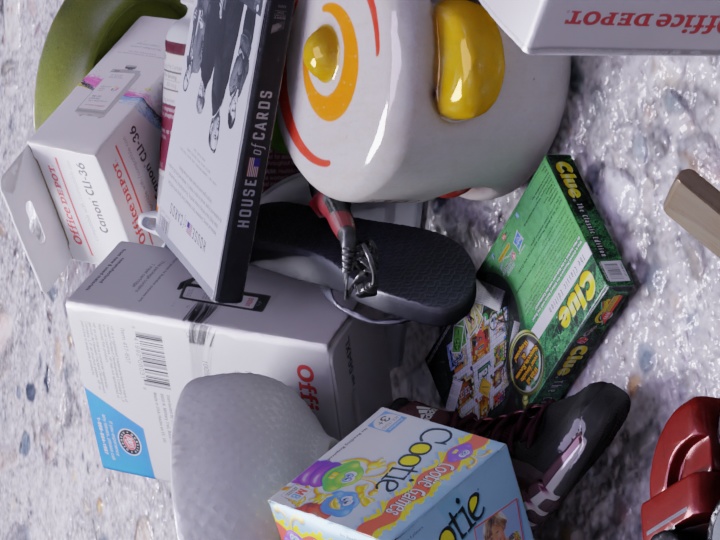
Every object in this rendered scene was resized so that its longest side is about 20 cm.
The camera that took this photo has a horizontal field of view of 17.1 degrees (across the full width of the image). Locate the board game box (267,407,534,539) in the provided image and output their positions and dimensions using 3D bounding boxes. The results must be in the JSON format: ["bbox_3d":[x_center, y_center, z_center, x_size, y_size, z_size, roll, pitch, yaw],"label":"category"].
[{"bbox_3d":[0.040,0.198,1.402,0.103,0.105,0.200,14,131,44],"label":"board game box"}]

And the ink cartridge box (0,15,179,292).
[{"bbox_3d":[-0.172,-0.081,1.755,0.067,0.200,0.117,11,137,31],"label":"ink cartridge box"}]

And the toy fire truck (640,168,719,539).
[{"bbox_3d":[0.200,0.066,1.204,0.176,0.128,0.200,136,138,-54],"label":"toy fire truck"}]

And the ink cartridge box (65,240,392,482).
[{"bbox_3d":[-0.083,0.072,1.609,0.200,0.084,0.146,9,127,23],"label":"ink cartridge box"}]

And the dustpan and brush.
[{"bbox_3d":[-0.060,-0.015,1.642,0.057,0.200,0.140,-66,-16,-73],"label":"dustpan and brush"}]

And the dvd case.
[{"bbox_3d":[-0.090,-0.096,1.550,0.150,0.025,0.200,-134,52,-63],"label":"dvd case"}]

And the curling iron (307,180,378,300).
[{"bbox_3d":[-0.018,-0.034,1.516,0.200,0.026,0.050,-117,21,-65],"label":"curling iron"}]

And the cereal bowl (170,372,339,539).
[{"bbox_3d":[-0.047,0.156,1.472,0.200,0.083,0.200,-13,-90,-78],"label":"cereal bowl"}]

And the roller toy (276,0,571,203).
[{"bbox_3d":[0.030,-0.130,1.470,0.200,0.140,0.183,64,144,36],"label":"roller toy"}]

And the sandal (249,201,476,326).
[{"bbox_3d":[0.000,0.000,1.537,0.200,0.076,0.043,20,130,43],"label":"sandal"}]

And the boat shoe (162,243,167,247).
[{"bbox_3d":[-0.144,0.036,1.867,0.067,0.073,0.200,22,111,57],"label":"boat shoe"}]

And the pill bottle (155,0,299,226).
[{"bbox_3d":[-0.085,-0.121,1.711,0.114,0.114,0.200,22,110,59],"label":"pill bottle"}]

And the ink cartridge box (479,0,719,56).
[{"bbox_3d":[0.155,-0.212,1.229,0.085,0.145,0.200,58,140,42],"label":"ink cartridge box"}]

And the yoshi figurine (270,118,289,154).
[{"bbox_3d":[-0.047,-0.162,1.596,0.112,0.112,0.200,-23,85,21],"label":"yoshi figurine"}]

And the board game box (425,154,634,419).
[{"bbox_3d":[0.100,0.033,1.471,0.200,0.023,0.105,-61,38,44],"label":"board game box"}]

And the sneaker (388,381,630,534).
[{"bbox_3d":[0.072,0.104,1.424,0.115,0.076,0.200,41,137,6],"label":"sneaker"}]

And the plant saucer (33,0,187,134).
[{"bbox_3d":[-0.176,-0.138,1.829,0.031,0.200,0.200,12,104,30],"label":"plant saucer"}]
